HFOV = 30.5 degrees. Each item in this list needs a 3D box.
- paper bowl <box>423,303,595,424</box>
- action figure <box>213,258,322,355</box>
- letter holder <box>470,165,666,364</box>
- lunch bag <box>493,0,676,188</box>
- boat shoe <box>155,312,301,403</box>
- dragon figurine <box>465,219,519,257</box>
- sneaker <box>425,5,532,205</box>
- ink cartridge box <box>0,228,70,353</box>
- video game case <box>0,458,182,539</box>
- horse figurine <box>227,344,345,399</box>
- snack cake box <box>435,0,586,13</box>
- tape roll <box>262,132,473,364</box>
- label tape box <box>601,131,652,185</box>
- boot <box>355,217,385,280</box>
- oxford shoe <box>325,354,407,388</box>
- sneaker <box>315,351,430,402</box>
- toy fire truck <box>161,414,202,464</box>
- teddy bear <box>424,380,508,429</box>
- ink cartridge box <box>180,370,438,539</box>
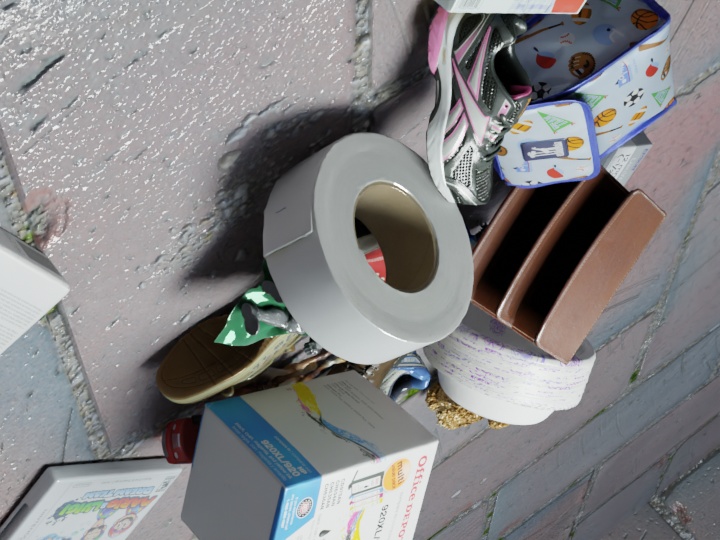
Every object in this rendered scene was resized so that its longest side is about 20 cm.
[{"bbox_3d":[0.174,0.112,1.601,0.200,0.200,0.105,-6,118,-51],"label":"paper bowl"},{"bbox_3d":[-0.038,0.042,1.266,0.118,0.055,0.200,-46,151,19],"label":"action figure"},{"bbox_3d":[0.213,-0.023,1.428,0.142,0.101,0.200,32,92,-50],"label":"letter holder"},{"bbox_3d":[0.212,-0.180,1.328,0.200,0.124,0.170,-35,151,-3],"label":"lunch bag"},{"bbox_3d":[-0.112,0.075,1.320,0.200,0.073,0.063,-33,151,-20],"label":"boat shoe"},{"bbox_3d":[0.110,-0.027,1.479,0.200,0.099,0.059,11,109,-49],"label":"dragon figurine"},{"bbox_3d":[0.111,-0.144,1.185,0.080,0.086,0.200,-48,142,-45],"label":"sneaker"},{"bbox_3d":[-0.333,0.031,0.970,0.176,0.045,0.200,-43,154,1],"label":"ink cartridge box"},{"bbox_3d":[-0.307,0.273,1.412,0.182,0.024,0.200,-50,154,18],"label":"video game case"},{"bbox_3d":[-0.089,0.123,1.444,0.132,0.050,0.200,-34,167,23],"label":"horse figurine"},{"bbox_3d":[0.140,-0.283,1.124,0.200,0.067,0.115,-11,139,-48],"label":"snack cake box"},{"bbox_3d":[0.009,-0.020,1.189,0.071,0.203,0.202,-24,171,42],"label":"tape roll"},{"bbox_3d":[0.278,-0.113,1.591,0.200,0.066,0.143,-9,139,-46],"label":"label tape box"},{"bbox_3d":[0.000,0.000,1.332,0.200,0.072,0.145,-23,134,-40],"label":"boot"},{"bbox_3d":[-0.007,0.119,1.514,0.200,0.073,0.084,-59,164,-9],"label":"oxford shoe"},{"bbox_3d":[0.000,0.153,1.588,0.200,0.085,0.077,-33,153,-19],"label":"sneaker"},{"bbox_3d":[-0.139,0.189,1.455,0.200,0.049,0.141,3,166,-35],"label":"toy fire truck"},{"bbox_3d":[0.156,0.155,1.766,0.145,0.067,0.200,-24,-168,-3],"label":"teddy bear"},{"bbox_3d":[-0.050,0.211,1.330,0.200,0.145,0.147,-10,125,-40],"label":"ink cartridge box"}]
